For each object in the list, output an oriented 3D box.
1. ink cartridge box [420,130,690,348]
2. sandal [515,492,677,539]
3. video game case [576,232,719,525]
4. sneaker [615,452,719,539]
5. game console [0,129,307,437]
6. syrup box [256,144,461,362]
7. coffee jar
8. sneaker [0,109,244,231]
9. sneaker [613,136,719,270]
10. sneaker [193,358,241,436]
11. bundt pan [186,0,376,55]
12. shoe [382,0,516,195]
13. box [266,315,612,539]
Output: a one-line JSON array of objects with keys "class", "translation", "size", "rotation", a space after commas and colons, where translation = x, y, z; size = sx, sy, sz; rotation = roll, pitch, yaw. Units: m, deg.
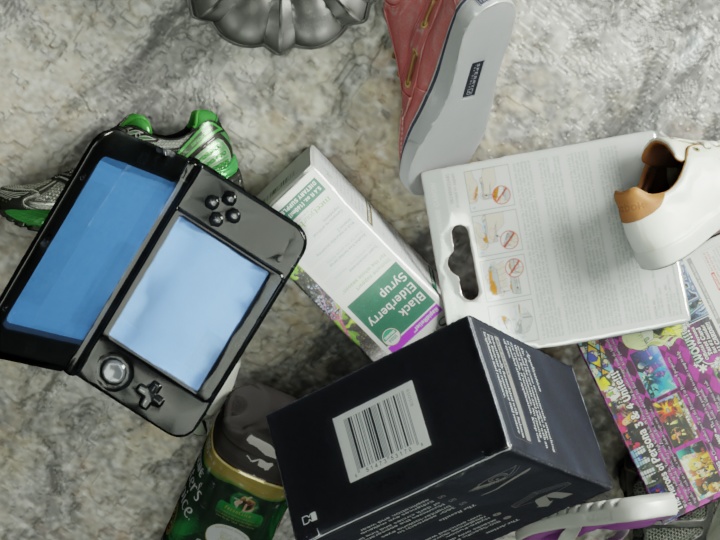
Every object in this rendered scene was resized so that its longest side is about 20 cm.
[{"class": "ink cartridge box", "translation": [0.158, -0.018, 1.557], "size": [0.198, 0.047, 0.161], "rotation": [-10, 88, -2]}, {"class": "sandal", "translation": [0.191, 0.222, 1.585], "size": [0.082, 0.203, 0.050], "rotation": [-2, 76, -23]}, {"class": "video game case", "translation": [0.290, 0.084, 1.588], "size": [0.180, 0.036, 0.201], "rotation": [-26, 80, 4]}, {"class": "sneaker", "translation": [0.249, 0.227, 1.651], "size": [0.114, 0.076, 0.200], "rotation": [29, 100, -9]}, {"class": "game console", "translation": [-0.164, 0.016, 1.463], "size": [0.175, 0.116, 0.201], "rotation": [33, 99, 0]}, {"class": "syrup box", "translation": [0.000, 0.000, 1.564], "size": [0.079, 0.081, 0.200], "rotation": [-42, 103, 10]}, {"class": "coffee jar", "translation": [-0.108, 0.197, 1.591], "size": [0.085, 0.104, 0.201], "rotation": [23, 111, -8]}, {"class": "sneaker", "translation": [-0.200, -0.080, 1.539], "size": [0.199, 0.078, 0.086], "rotation": [-15, 100, -8]}, {"class": "sneaker", "translation": [0.281, -0.086, 1.522], "size": [0.200, 0.073, 0.085], "rotation": [-37, 105, -31]}, {"class": "sneaker", "translation": [-0.189, 0.051, 1.575], "size": [0.199, 0.074, 0.089], "rotation": [30, 103, -21]}, {"class": "bundt pan", "translation": [-0.062, -0.263, 1.486], "size": [0.200, 0.076, 0.203], "rotation": [-1, 106, -3]}, {"class": "shoe", "translation": [0.059, -0.162, 1.530], "size": [0.071, 0.091, 0.201], "rotation": [-15, 140, -34]}, {"class": "box", "translation": [0.064, 0.145, 1.516], "size": [0.196, 0.200, 0.118], "rotation": [-27, 63, 22]}]
